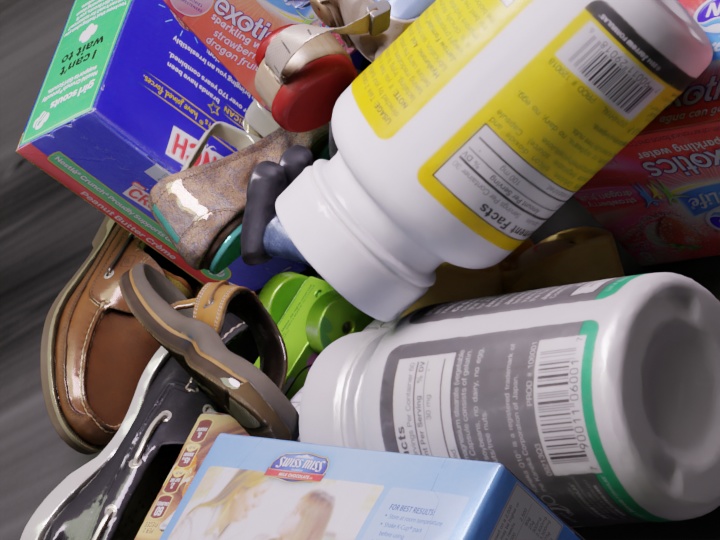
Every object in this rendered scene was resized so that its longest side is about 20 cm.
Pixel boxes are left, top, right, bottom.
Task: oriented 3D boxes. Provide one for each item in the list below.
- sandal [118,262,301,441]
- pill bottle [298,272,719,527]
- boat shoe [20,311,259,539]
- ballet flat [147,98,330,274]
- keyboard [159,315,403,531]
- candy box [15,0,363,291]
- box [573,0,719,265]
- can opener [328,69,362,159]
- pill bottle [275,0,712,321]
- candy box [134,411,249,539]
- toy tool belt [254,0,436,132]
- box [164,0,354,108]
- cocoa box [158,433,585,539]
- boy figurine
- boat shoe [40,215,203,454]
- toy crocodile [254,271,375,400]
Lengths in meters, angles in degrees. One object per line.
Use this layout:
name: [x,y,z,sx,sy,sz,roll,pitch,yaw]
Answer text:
sandal: [-0.068,0.036,1.313,0.055,0.082,0.200,-44,22,-5]
pill bottle: [0.074,0.066,1.199,0.200,0.113,0.113,-8,48,43]
boat shoe: [-0.104,0.102,1.395,0.060,0.074,0.200,20,59,40]
ballet flat: [-0.048,-0.068,1.443,0.200,0.067,0.068,-36,-19,-49]
keyboard: [-0.022,0.071,1.299,0.056,0.011,0.200,2,36,47]
candy box: [-0.093,-0.109,1.518,0.077,0.169,0.200,-26,37,40]
box: [0.198,-0.076,1.226,0.200,0.103,0.095,-9,48,44]
can opener: [0.015,-0.096,1.347,0.200,0.053,0.067,-92,24,-77]
pill bottle: [0.057,-0.071,1.190,0.200,0.111,0.111,-43,33,14]
candy box: [-0.072,0.170,1.301,0.115,0.055,0.200,-1,52,45]
toy tool belt: [0.013,-0.156,1.264,0.200,0.125,0.123,-28,63,-18]
box: [-0.038,-0.186,1.427,0.095,0.103,0.200,-36,18,21]
cocoa box: [0.005,0.166,1.151,0.200,0.131,0.133,2,55,48]
boy figurine: [0.037,-0.008,1.299,0.200,0.064,0.124,15,21,25]
boat shoe: [-0.132,0.017,1.516,0.068,0.072,0.200,-21,41,34]
toy crocodile: [0.000,0.000,1.409,0.068,0.062,0.200,11,67,53]
